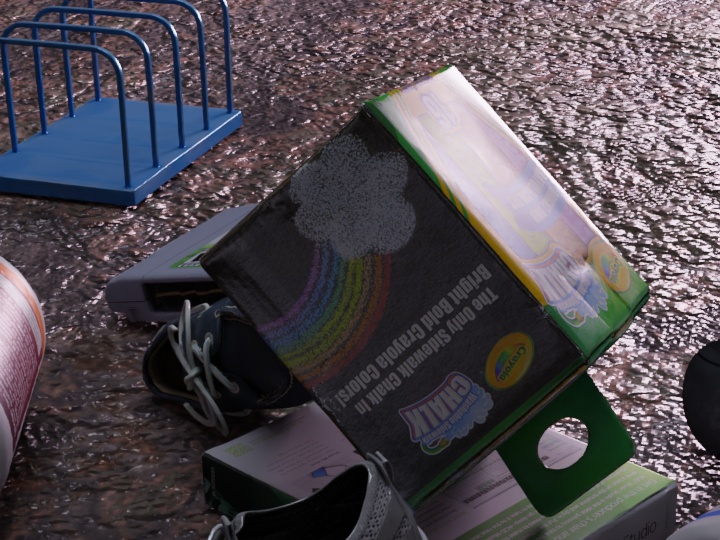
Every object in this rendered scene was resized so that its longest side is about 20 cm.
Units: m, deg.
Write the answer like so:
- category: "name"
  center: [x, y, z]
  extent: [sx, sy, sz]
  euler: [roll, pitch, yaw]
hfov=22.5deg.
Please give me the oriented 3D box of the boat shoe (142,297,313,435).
- category: "boat shoe"
  center: [-0.072, 0.046, 0.974]
  extent: [0.062, 0.075, 0.200]
  euler: [-24, 9, -20]

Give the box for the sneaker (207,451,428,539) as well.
- category: "sneaker"
  center: [-0.062, 0.142, 0.774]
  extent: [0.200, 0.082, 0.075]
  euler: [-29, 33, -25]

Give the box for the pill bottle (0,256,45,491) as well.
- category: "pill bottle"
  center: [-0.231, 0.070, 0.931]
  extent: [0.114, 0.114, 0.200]
  euler: [-2, 22, -1]

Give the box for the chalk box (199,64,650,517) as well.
- category: "chalk box"
  center: [0.049, 0.021, 0.862]
  extent: [0.200, 0.124, 0.124]
  euler: [50, 26, 3]

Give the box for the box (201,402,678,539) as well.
- category: "box"
  center: [0.038, 0.113, 0.915]
  extent: [0.144, 0.036, 0.200]
  euler: [-22, 29, -39]

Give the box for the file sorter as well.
- category: "file sorter"
  center: [-0.200, -0.146, 1.425]
  extent: [0.139, 0.123, 0.200]
  euler: [6, 25, 20]

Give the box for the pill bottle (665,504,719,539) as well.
- category: "pill bottle"
  center: [0.222, 0.126, 0.772]
  extent: [0.200, 0.114, 0.114]
  euler: [-21, 30, -38]

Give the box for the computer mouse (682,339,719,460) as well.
- category: "computer mouse"
  center: [0.246, 0.053, 0.899]
  extent: [0.200, 0.141, 0.046]
  euler: [16, 19, 35]

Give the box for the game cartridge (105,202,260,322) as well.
- category: "game cartridge"
  center: [-0.049, -0.009, 1.135]
  extent: [0.200, 0.041, 0.133]
  euler: [-2, 19, 41]
